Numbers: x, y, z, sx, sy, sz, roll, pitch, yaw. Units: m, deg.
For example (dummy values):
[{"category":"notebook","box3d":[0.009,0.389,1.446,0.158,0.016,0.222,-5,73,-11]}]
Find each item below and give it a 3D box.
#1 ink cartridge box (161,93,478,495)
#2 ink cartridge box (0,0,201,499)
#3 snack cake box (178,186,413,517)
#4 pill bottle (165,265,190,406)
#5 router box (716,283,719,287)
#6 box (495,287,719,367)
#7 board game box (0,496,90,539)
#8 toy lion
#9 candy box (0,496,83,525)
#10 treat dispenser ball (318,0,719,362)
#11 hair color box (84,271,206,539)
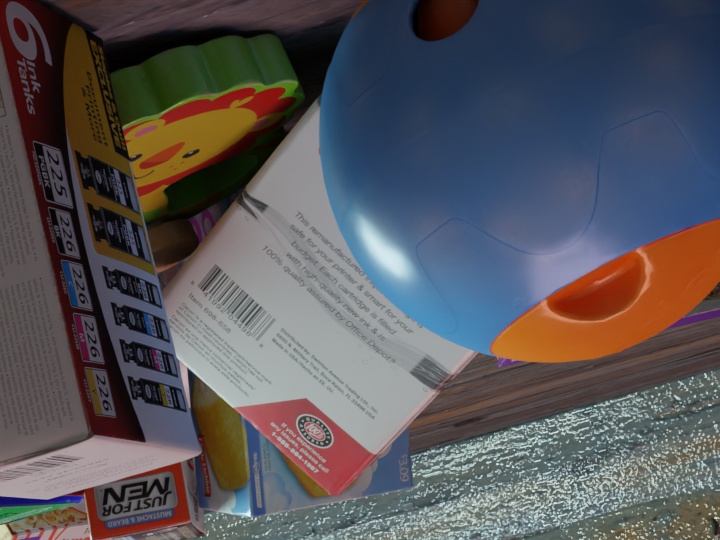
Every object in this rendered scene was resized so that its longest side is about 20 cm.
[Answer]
[{"category":"ink cartridge box","box3d":[0.000,0.000,1.265,0.200,0.144,0.084,-48,-179,41]},{"category":"ink cartridge box","box3d":[-0.142,-0.007,1.061,0.084,0.201,0.176,-17,169,13]},{"category":"snack cake box","box3d":[-0.040,0.036,1.419,0.115,0.201,0.067,-7,-177,-31]},{"category":"pill bottle","box3d":[-0.142,0.038,1.561,0.199,0.115,0.114,-14,170,-1]},{"category":"router box","box3d":[0.180,-0.062,1.393,0.200,0.062,0.150,-2,129,-46]},{"category":"box","box3d":[0.169,-0.027,1.557,0.199,0.137,0.039,-12,169,-7]},{"category":"board game box","box3d":[-0.233,0.111,1.622,0.151,0.200,0.046,-2,134,-48]},{"category":"toy lion","box3d":[-0.103,-0.061,1.233,0.191,0.069,0.200,-30,168,27]},{"category":"candy box","box3d":[-0.249,0.062,1.390,0.077,0.170,0.200,-14,171,23]},{"category":"treat dispenser ball","box3d":[0.081,-0.060,1.071,0.200,0.202,0.201,-13,170,-2]},{"category":"hair color box","box3d":[-0.140,0.060,1.432,0.064,0.201,0.111,-11,170,-1]}]
